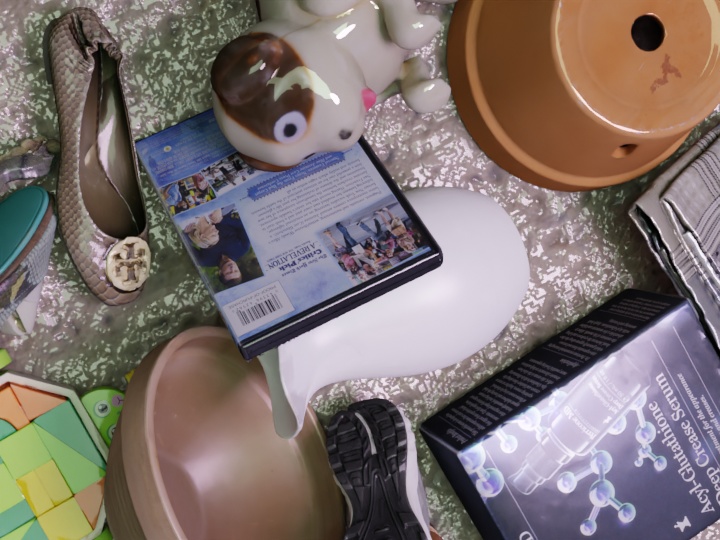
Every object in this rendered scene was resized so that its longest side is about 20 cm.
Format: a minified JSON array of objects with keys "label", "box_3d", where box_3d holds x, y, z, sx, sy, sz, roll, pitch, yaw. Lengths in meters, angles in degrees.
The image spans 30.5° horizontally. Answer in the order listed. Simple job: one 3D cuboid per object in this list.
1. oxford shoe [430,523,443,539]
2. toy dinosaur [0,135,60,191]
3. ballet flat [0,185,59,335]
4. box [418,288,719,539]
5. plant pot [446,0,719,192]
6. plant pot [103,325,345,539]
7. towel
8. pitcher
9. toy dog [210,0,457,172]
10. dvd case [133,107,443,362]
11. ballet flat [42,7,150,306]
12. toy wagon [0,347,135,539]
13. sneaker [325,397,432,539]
[{"label":"oxford shoe","box_3d":[-0.015,0.257,0.935,0.071,0.071,0.200,45,85,-12]},{"label":"toy dinosaur","box_3d":[-0.292,-0.052,0.863,0.200,0.048,0.088,-39,78,-19]},{"label":"ballet flat","box_3d":[-0.250,0.032,0.855,0.201,0.069,0.072,-61,137,-40]},{"label":"box","box_3d":[0.169,0.129,0.951,0.199,0.107,0.149,-32,99,-8]},{"label":"plant pot","box_3d":[0.174,-0.158,0.924,0.198,0.140,0.202,0,91,-12]},{"label":"plant pot","box_3d":[-0.104,0.146,0.877,0.092,0.201,0.202,-25,99,28]},{"label":"towel","box_3d":[0.302,-0.016,0.976,0.200,0.034,0.193,-38,100,-33]},{"label":"pitcher","box_3d":[0.000,0.000,0.905,0.199,0.122,0.172,-24,69,-21]},{"label":"toy dog","box_3d":[-0.029,-0.162,0.857,0.192,0.140,0.202,15,64,6]},{"label":"dvd case","box_3d":[-0.052,-0.046,0.874,0.142,0.018,0.201,-25,53,-10]},{"label":"ballet flat","box_3d":[-0.171,-0.077,0.889,0.067,0.046,0.202,-9,92,-54]},{"label":"toy wagon","box_3d":[-0.228,0.132,0.898,0.199,0.040,0.156,-30,98,-10]},{"label":"sneaker","box_3d":[0.021,0.185,0.889,0.073,0.201,0.080,-13,137,13]}]
